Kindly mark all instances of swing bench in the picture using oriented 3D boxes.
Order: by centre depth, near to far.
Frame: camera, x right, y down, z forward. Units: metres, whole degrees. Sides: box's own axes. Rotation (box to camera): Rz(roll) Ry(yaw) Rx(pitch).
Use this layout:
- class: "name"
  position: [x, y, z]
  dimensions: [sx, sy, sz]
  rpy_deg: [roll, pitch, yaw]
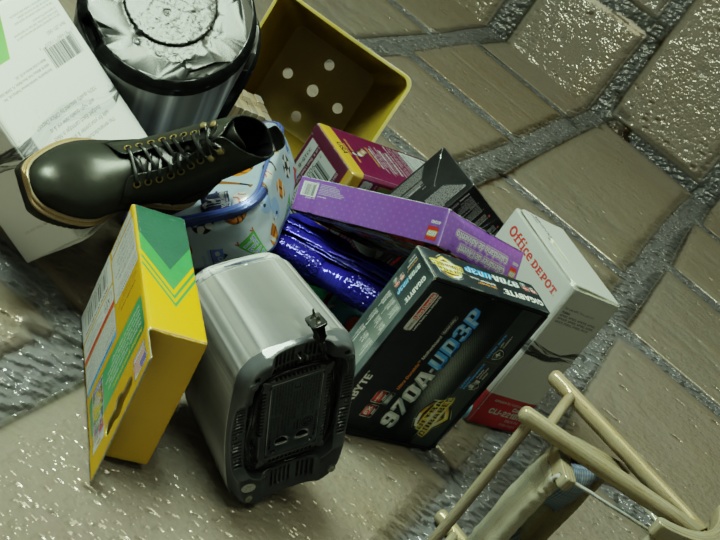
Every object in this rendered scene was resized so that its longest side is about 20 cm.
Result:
- class: "swing bench"
  position: [0.172, 0.233, 1.048]
  dimensions: [0.199, 0.200, 0.130]
  rpy_deg: [40, 23, 10]

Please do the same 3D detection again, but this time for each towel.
- class: "towel"
  position: [0.000, 0.000, 1.274]
  dimensions: [0.198, 0.050, 0.148]
  rpy_deg: [30, 12, 8]

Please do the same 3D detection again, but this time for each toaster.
- class: "toaster"
  position: [-0.079, 0.078, 0.998]
  dimensions: [0.112, 0.202, 0.129]
  rpy_deg: [-17, 46, -26]

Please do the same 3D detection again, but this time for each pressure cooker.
- class: "pressure cooker"
  position: [-0.200, -0.218, 1.218]
  dimensions: [0.175, 0.200, 0.179]
  rpy_deg: [-35, 85, -26]

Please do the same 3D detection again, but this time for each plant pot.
- class: "plant pot"
  position: [-0.067, -0.225, 1.607]
  dimensions: [0.199, 0.201, 0.177]
  rpy_deg: [34, 11, -6]

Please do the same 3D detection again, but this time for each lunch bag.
- class: "lunch bag"
  position: [-0.151, -0.072, 1.220]
  dimensions: [0.201, 0.158, 0.076]
  rpy_deg: [-75, 154, -57]

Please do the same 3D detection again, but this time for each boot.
- class: "boot"
  position: [-0.172, -0.095, 1.023]
  dimensions: [0.199, 0.137, 0.079]
  rpy_deg: [-16, 87, -54]

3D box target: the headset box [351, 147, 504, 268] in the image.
- class: "headset box"
  position: [0.098, -0.025, 1.438]
  dimensions: [0.200, 0.148, 0.078]
  rpy_deg: [42, 10, -51]

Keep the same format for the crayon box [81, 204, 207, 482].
- class: "crayon box"
  position: [-0.173, 0.057, 0.972]
  dimensions: [0.051, 0.127, 0.201]
  rpy_deg: [17, 29, -25]

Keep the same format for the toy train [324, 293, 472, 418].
- class: "toy train"
  position: [0.044, 0.073, 1.340]
  dimensions: [0.199, 0.056, 0.151]
  rpy_deg: [33, 18, -9]

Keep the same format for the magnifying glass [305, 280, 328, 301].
- class: "magnifying glass"
  position: [-0.109, -0.020, 1.290]
  dimensions: [0.199, 0.023, 0.079]
  rpy_deg: [36, 12, 34]

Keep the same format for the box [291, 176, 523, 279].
- class: "box"
  position: [0.046, -0.039, 1.226]
  dimensions: [0.198, 0.040, 0.136]
  rpy_deg: [16, -5, 42]

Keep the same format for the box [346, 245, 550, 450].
- class: "box"
  position: [0.062, 0.079, 1.176]
  dimensions: [0.158, 0.201, 0.046]
  rpy_deg: [18, 32, -38]

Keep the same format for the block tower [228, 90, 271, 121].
- class: "block tower"
  position: [-0.192, -0.192, 1.391]
  dimensions: [0.198, 0.058, 0.054]
  rpy_deg: [20, 28, -37]

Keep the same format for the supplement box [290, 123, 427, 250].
- class: "supplement box"
  position: [0.006, -0.077, 1.486]
  dimensions: [0.198, 0.131, 0.104]
  rpy_deg: [15, 31, -44]

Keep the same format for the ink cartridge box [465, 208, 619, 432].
- class: "ink cartridge box"
  position: [0.174, 0.056, 1.385]
  dimensions: [0.083, 0.201, 0.145]
  rpy_deg: [18, 29, -36]

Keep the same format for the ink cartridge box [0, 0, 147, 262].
- class: "ink cartridge box"
  position: [-0.285, -0.131, 1.081]
  dimensions: [0.201, 0.084, 0.146]
  rpy_deg: [59, 37, -16]
